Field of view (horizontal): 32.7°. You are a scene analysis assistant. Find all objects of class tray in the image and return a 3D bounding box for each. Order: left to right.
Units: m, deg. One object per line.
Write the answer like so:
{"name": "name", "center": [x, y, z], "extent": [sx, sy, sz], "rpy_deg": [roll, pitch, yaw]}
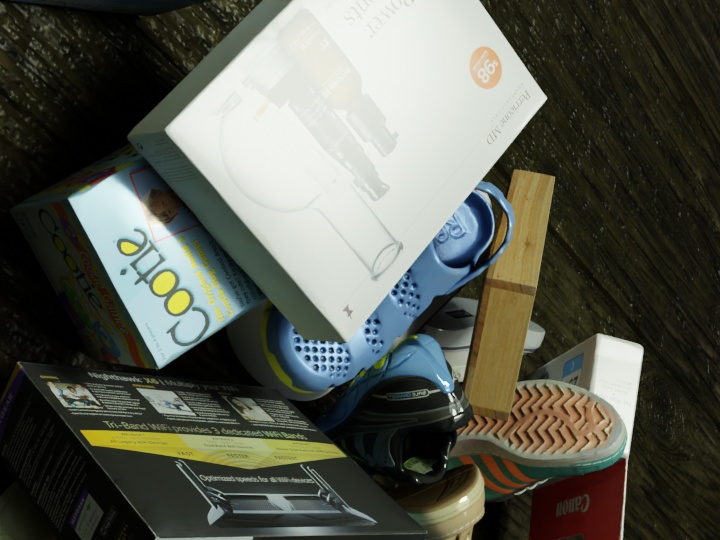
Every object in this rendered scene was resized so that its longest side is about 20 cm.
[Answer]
{"name": "tray", "center": [0.105, 0.010, 0.862], "extent": [0.200, 0.037, 0.099], "rpy_deg": [-66, 165, -63]}

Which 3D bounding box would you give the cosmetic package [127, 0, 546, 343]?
{"name": "cosmetic package", "center": [-0.004, -0.084, 0.668], "extent": [0.200, 0.052, 0.151], "rpy_deg": [-50, 117, -23]}

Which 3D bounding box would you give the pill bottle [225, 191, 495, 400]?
{"name": "pill bottle", "center": [0.000, 0.000, 0.855], "extent": [0.200, 0.119, 0.120], "rpy_deg": [-41, 119, -47]}

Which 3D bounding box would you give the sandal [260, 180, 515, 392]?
{"name": "sandal", "center": [0.022, -0.001, 0.739], "extent": [0.200, 0.087, 0.080], "rpy_deg": [-42, 101, -31]}

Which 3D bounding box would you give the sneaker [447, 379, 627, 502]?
{"name": "sneaker", "center": [0.119, 0.134, 0.934], "extent": [0.080, 0.200, 0.071], "rpy_deg": [52, 50, -34]}

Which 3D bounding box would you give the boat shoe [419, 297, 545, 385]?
{"name": "boat shoe", "center": [0.084, 0.067, 1.017], "extent": [0.200, 0.071, 0.070], "rpy_deg": [-1, 115, -57]}

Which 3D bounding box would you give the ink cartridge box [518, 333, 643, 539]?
{"name": "ink cartridge box", "center": [0.163, 0.162, 1.010], "extent": [0.045, 0.200, 0.176], "rpy_deg": [14, 70, -9]}

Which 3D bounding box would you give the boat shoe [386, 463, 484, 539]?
{"name": "boat shoe", "center": [0.054, 0.180, 0.864], "extent": [0.071, 0.200, 0.065], "rpy_deg": [-22, 83, -9]}

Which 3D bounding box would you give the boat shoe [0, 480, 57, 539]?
{"name": "boat shoe", "center": [-0.171, 0.163, 0.660], "extent": [0.199, 0.074, 0.066], "rpy_deg": [-47, 157, -67]}

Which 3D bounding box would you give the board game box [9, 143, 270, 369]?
{"name": "board game box", "center": [-0.079, -0.040, 0.710], "extent": [0.200, 0.103, 0.105], "rpy_deg": [-34, 107, -28]}

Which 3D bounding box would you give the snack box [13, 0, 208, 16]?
{"name": "snack box", "center": [-0.170, -0.254, 0.694], "extent": [0.169, 0.068, 0.200], "rpy_deg": [-6, 93, -53]}

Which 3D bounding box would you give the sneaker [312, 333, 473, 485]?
{"name": "sneaker", "center": [0.015, 0.119, 0.828], "extent": [0.071, 0.200, 0.083], "rpy_deg": [-28, 74, -34]}

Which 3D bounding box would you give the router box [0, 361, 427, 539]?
{"name": "router box", "center": [-0.084, 0.120, 0.686], "extent": [0.200, 0.157, 0.052], "rpy_deg": [12, 109, -46]}
